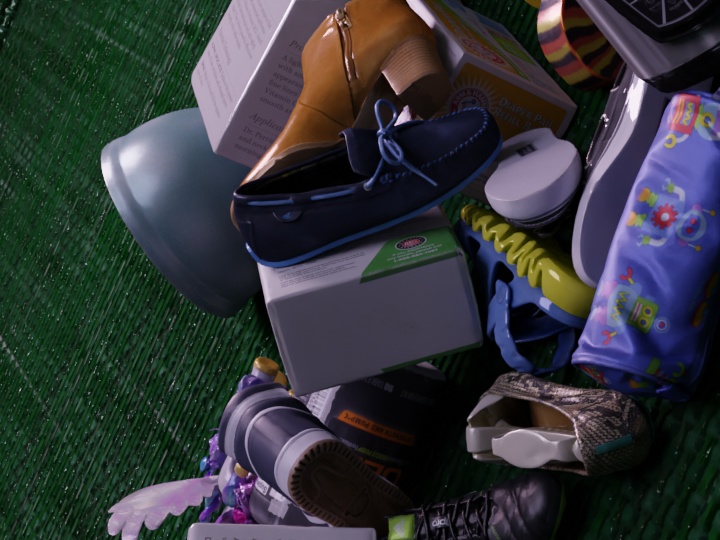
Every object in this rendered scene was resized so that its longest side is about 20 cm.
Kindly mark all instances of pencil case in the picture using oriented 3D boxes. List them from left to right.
[{"bbox_3d":[0.203,-0.015,1.336,0.087,0.078,0.200,19,86,42],"label":"pencil case"}]

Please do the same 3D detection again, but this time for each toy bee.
[{"bbox_3d":[0.157,-0.238,1.594,0.131,0.109,0.200,-46,31,45],"label":"toy bee"}]

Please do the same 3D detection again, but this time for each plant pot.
[{"bbox_3d":[-0.127,-0.075,2.001,0.134,0.200,0.200,-35,33,14],"label":"plant pot"}]

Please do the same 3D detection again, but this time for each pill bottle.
[{"bbox_3d":[-0.019,0.151,1.641,0.200,0.106,0.106,-67,23,4],"label":"pill bottle"}]

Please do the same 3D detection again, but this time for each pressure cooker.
[{"bbox_3d":[0.191,-0.233,1.339,0.176,0.200,0.179,-42,10,-17],"label":"pressure cooker"}]

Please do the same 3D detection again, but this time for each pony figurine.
[{"bbox_3d":[-0.095,0.176,1.769,0.200,0.166,0.193,-66,-9,14],"label":"pony figurine"}]

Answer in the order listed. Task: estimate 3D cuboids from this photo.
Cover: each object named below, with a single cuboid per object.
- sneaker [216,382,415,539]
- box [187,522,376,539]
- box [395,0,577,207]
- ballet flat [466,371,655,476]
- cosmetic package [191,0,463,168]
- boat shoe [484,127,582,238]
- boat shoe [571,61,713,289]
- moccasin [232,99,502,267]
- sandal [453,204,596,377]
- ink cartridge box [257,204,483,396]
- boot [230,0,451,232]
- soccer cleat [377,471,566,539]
[{"bbox_3d":[-0.033,0.151,1.550,0.070,0.200,0.108,-48,52,-10],"label":"sneaker"},{"bbox_3d":[-0.054,0.306,1.453,0.199,0.131,0.200,89,-177,-52],"label":"box"},{"bbox_3d":[0.073,-0.141,1.687,0.101,0.112,0.200,-60,25,16],"label":"box"},{"bbox_3d":[0.114,0.105,1.417,0.200,0.075,0.068,1,108,65],"label":"ballet flat"},{"bbox_3d":[-0.026,-0.189,1.881,0.200,0.165,0.165,-59,24,19],"label":"cosmetic package"},{"bbox_3d":[0.128,-0.056,1.503,0.069,0.057,0.200,-22,12,7],"label":"boat shoe"},{"bbox_3d":[0.182,-0.077,1.449,0.066,0.070,0.200,-19,52,68],"label":"boat shoe"},{"bbox_3d":[0.004,-0.068,1.519,0.200,0.068,0.080,-28,29,-1],"label":"moccasin"},{"bbox_3d":[0.110,0.013,1.521,0.087,0.079,0.200,-67,21,12],"label":"sandal"},{"bbox_3d":[0.000,0.000,1.595,0.200,0.146,0.083,-106,0,-66],"label":"ink cartridge box"},{"bbox_3d":[-0.027,-0.121,1.612,0.201,0.071,0.144,-37,37,7],"label":"boot"},{"bbox_3d":[0.065,0.184,1.458,0.200,0.081,0.068,-38,37,50],"label":"soccer cleat"}]
